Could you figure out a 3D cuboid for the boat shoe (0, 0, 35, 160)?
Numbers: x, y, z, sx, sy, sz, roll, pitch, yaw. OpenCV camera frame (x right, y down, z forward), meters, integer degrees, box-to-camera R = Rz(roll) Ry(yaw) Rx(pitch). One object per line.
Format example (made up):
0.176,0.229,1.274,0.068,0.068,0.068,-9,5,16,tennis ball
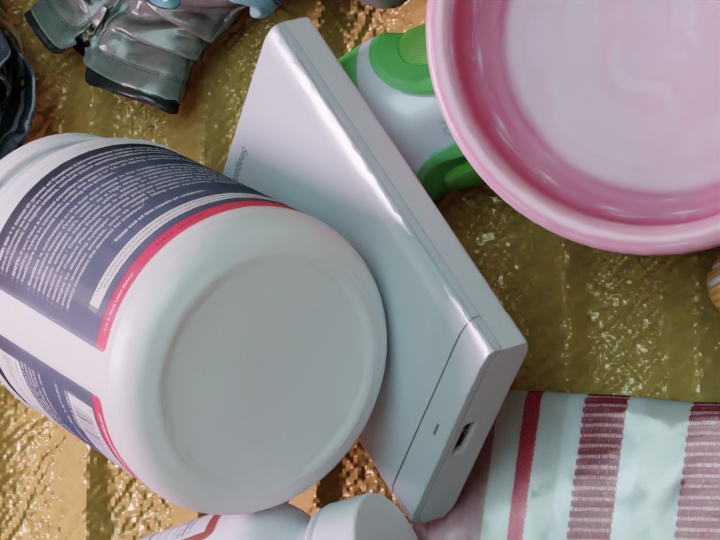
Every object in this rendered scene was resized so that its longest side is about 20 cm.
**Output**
-0.199,-0.120,1.490,0.091,0.071,0.201,3,66,29,boat shoe

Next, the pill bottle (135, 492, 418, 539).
-0.069,0.171,1.343,0.200,0.112,0.113,-20,70,22,pill bottle

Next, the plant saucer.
0.130,-0.106,1.286,0.200,0.051,0.201,-1,87,13,plant saucer

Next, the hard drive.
0.000,0.000,1.353,0.027,0.132,0.200,-15,57,-29,hard drive

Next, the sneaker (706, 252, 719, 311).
0.241,-0.041,1.317,0.088,0.076,0.200,37,82,-3,sneaker

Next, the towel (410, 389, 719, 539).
0.117,0.128,1.339,0.199,0.023,0.145,3,77,22,towel

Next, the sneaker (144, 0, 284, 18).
-0.106,-0.176,1.415,0.200,0.078,0.087,20,89,35,sneaker

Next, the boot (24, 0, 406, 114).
-0.069,-0.132,1.465,0.200,0.068,0.131,27,92,33,boot

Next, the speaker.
0.090,-0.092,1.372,0.199,0.088,0.089,-16,71,17,speaker

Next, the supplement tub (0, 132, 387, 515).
-0.093,0.019,1.352,0.200,0.140,0.141,27,87,53,supplement tub
